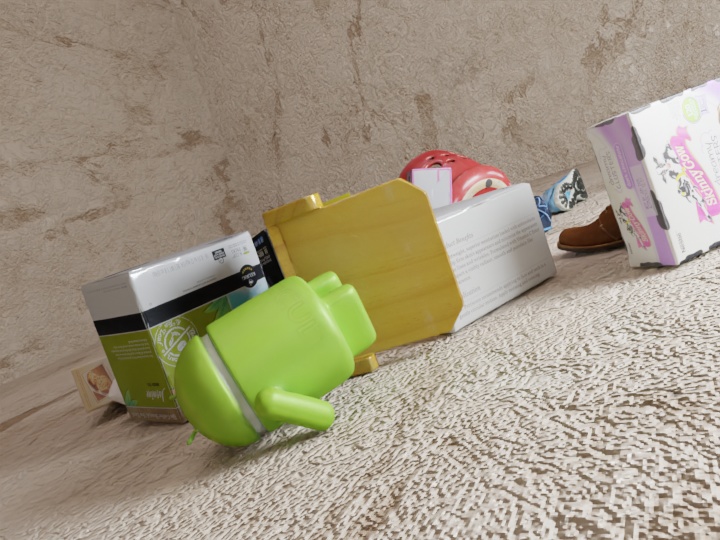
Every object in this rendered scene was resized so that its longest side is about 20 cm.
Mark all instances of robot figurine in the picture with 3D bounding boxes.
[{"bbox_3d":[-0.086,0.084,0.530,0.199,0.116,0.175,-32,30,-15],"label":"robot figurine"}]

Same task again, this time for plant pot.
[{"bbox_3d":[0.191,-0.126,1.103,0.199,0.202,0.182,-22,30,-22],"label":"plant pot"}]

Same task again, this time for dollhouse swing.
[{"bbox_3d":[0.003,-0.002,0.656,0.175,0.201,0.182,-21,6,-1],"label":"dollhouse swing"}]

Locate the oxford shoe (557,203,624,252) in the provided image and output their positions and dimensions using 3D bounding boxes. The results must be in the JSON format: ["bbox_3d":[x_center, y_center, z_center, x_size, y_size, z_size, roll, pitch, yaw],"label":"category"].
[{"bbox_3d":[0.354,-0.070,0.750,0.071,0.072,0.199,-27,8,-39],"label":"oxford shoe"}]

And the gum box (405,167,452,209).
[{"bbox_3d":[0.117,-0.071,0.947,0.066,0.202,0.114,-2,8,0],"label":"gum box"}]

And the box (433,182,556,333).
[{"bbox_3d":[0.111,-0.014,0.746,0.198,0.132,0.200,-23,7,-30],"label":"box"}]

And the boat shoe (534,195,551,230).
[{"bbox_3d":[0.342,-0.111,1.124,0.084,0.069,0.200,-18,7,20],"label":"boat shoe"}]

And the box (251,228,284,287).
[{"bbox_3d":[-0.154,0.022,1.000,0.086,0.165,0.200,-20,-2,-40],"label":"box"}]

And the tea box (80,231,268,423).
[{"bbox_3d":[-0.232,0.073,0.764,0.133,0.198,0.200,-9,13,39],"label":"tea box"}]

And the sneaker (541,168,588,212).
[{"bbox_3d":[0.476,-0.186,1.325,0.090,0.079,0.200,-19,5,43],"label":"sneaker"}]

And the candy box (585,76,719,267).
[{"bbox_3d":[0.375,-0.116,0.617,0.199,0.169,0.072,-22,5,-14],"label":"candy box"}]

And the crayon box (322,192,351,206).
[{"bbox_3d":[-0.029,-0.034,1.028,0.126,0.201,0.051,-17,9,22],"label":"crayon box"}]

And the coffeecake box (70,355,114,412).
[{"bbox_3d":[-0.349,0.155,0.927,0.199,0.073,0.153,-22,-3,-13],"label":"coffeecake box"}]

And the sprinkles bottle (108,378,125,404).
[{"bbox_3d":[-0.306,0.100,0.827,0.068,0.201,0.068,10,-24,5],"label":"sprinkles bottle"}]
